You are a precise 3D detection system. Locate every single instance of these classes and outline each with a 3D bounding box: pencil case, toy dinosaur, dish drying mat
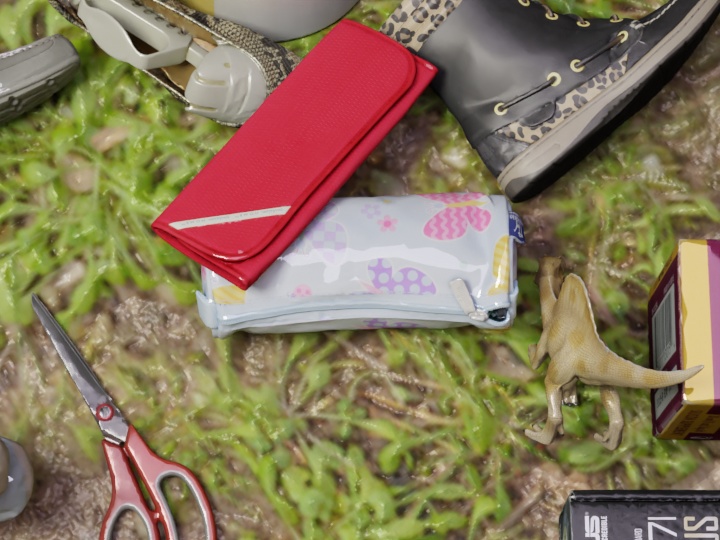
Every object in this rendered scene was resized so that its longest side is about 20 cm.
[{"bbox_3d":[0.000,0.000,1.380,0.200,0.083,0.091,0,57,0],"label":"pencil case"},{"bbox_3d":[0.133,0.055,1.336,0.058,0.200,0.101,-4,113,-18],"label":"toy dinosaur"},{"bbox_3d":[-0.038,-0.076,1.370,0.077,0.018,0.200,30,62,21],"label":"dish drying mat"}]

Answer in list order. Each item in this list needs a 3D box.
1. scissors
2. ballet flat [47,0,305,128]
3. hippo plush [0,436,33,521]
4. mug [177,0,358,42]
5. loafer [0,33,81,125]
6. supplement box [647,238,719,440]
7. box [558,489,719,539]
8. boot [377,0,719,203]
[{"bbox_3d":[-0.147,0.097,1.389,0.073,0.014,0.200,-18,74,-3],"label":"scissors"},{"bbox_3d":[-0.117,-0.137,1.421,0.200,0.075,0.068,31,115,8],"label":"ballet flat"},{"bbox_3d":[-0.290,0.153,1.289,0.159,0.200,0.161,16,83,24],"label":"hippo plush"},{"bbox_3d":[-0.077,-0.234,1.411,0.186,0.153,0.150,-21,76,-6],"label":"mug"},{"bbox_3d":[-0.277,-0.113,1.417,0.200,0.070,0.070,-21,84,-6],"label":"loafer"},{"bbox_3d":[0.281,0.044,1.346,0.200,0.131,0.103,0,75,0],"label":"supplement box"},{"bbox_3d":[0.201,0.233,1.313,0.164,0.086,0.200,1,74,0],"label":"box"},{"bbox_3d":[0.124,-0.157,1.435,0.200,0.073,0.151,-43,79,-6],"label":"boot"}]
